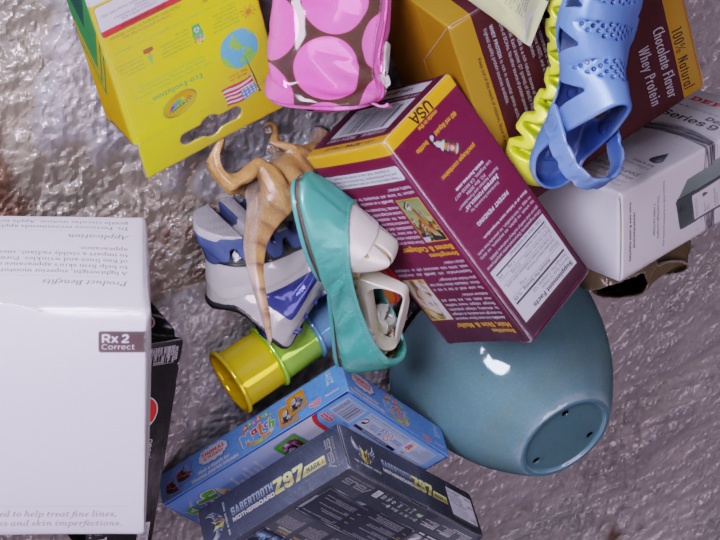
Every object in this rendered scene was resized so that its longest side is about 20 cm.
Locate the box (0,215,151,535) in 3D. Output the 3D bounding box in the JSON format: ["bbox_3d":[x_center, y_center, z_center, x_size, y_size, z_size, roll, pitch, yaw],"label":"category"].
[{"bbox_3d":[-0.250,0.075,1.417,0.199,0.131,0.200,1,121,-6],"label":"box"}]

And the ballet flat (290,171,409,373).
[{"bbox_3d":[0.000,0.000,1.525,0.070,0.067,0.200,-2,133,14],"label":"ballet flat"}]

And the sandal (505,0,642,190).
[{"bbox_3d":[0.176,-0.141,1.471,0.079,0.087,0.200,-5,120,-31],"label":"sandal"}]

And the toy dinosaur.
[{"bbox_3d":[-0.071,-0.057,1.504,0.200,0.106,0.060,-64,-177,-35],"label":"toy dinosaur"}]

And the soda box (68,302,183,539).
[{"bbox_3d":[-0.196,0.126,1.580,0.063,0.071,0.200,-6,122,-32],"label":"soda box"}]

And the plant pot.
[{"bbox_3d":[0.144,0.102,1.742,0.200,0.135,0.200,-21,139,-19],"label":"plant pot"}]

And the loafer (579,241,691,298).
[{"bbox_3d":[0.235,-0.008,1.769,0.200,0.076,0.068,6,81,-54],"label":"loafer"}]

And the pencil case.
[{"bbox_3d":[-0.014,-0.215,1.435,0.091,0.094,0.200,-29,126,-68],"label":"pencil case"}]

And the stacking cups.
[{"bbox_3d":[-0.029,0.043,1.659,0.200,0.060,0.061,-32,133,-18],"label":"stacking cups"}]

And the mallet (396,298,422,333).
[{"bbox_3d":[0.068,-0.001,1.712,0.200,0.041,0.066,-44,136,3],"label":"mallet"}]

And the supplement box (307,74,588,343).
[{"bbox_3d":[0.068,-0.043,1.526,0.086,0.110,0.200,-48,112,-26],"label":"supplement box"}]

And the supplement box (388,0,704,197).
[{"bbox_3d":[0.139,-0.193,1.561,0.200,0.133,0.197,-34,133,-12],"label":"supplement box"}]

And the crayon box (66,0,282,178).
[{"bbox_3d":[-0.138,-0.179,1.429,0.127,0.051,0.200,-28,131,-18],"label":"crayon box"}]

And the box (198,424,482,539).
[{"bbox_3d":[-0.015,0.217,1.689,0.158,0.051,0.200,-35,138,22],"label":"box"}]

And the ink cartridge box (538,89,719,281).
[{"bbox_3d":[0.227,-0.084,1.663,0.200,0.146,0.084,-28,127,-36],"label":"ink cartridge box"}]

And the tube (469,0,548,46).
[{"bbox_3d":[0.061,-0.234,1.397,0.200,0.052,0.058,25,125,-30],"label":"tube"}]

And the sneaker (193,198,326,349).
[{"bbox_3d":[-0.046,-0.003,1.600,0.199,0.081,0.115,-8,123,-24],"label":"sneaker"}]

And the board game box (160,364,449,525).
[{"bbox_3d":[-0.048,0.168,1.688,0.200,0.037,0.151,-33,138,19],"label":"board game box"}]
